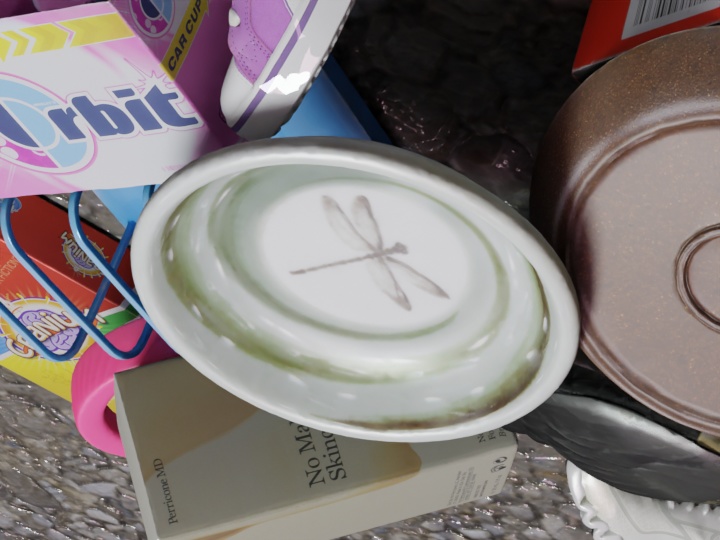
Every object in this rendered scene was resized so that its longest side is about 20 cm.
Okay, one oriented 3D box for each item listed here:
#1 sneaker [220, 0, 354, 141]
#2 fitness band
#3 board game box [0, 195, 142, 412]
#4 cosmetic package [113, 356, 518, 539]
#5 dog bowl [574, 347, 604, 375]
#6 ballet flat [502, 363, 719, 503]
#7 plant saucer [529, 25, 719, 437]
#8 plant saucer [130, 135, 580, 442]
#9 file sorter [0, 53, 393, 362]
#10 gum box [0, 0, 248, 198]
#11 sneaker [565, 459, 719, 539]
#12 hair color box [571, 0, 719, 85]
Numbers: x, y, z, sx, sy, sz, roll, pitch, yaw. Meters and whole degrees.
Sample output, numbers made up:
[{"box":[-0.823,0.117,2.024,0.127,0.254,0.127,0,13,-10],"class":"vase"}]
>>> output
[{"box":[-0.041,-0.156,0.713,0.114,0.073,0.201,23,115,-3],"class":"sneaker"},{"box":[-0.070,0.062,1.039,0.198,0.038,0.144,-11,153,-8],"class":"fitness band"},{"box":[-0.184,0.028,1.129,0.199,0.041,0.153,30,146,-16],"class":"board game box"},{"box":[-0.026,0.089,0.958,0.199,0.106,0.071,-15,154,-13],"class":"cosmetic package"},{"box":[0.150,0.038,0.892,0.199,0.059,0.200,33,166,9],"class":"dog bowl"},{"box":[0.107,0.062,0.880,0.199,0.057,0.067,21,139,29],"class":"ballet flat"},{"box":[0.160,-0.003,0.730,0.199,0.035,0.201,12,125,18],"class":"plant saucer"},{"box":[0.000,0.000,0.780,0.199,0.050,0.201,9,141,7],"class":"plant saucer"},{"box":[-0.097,-0.033,0.918,0.199,0.123,0.139,-5,141,32],"class":"file sorter"},{"box":[-0.150,-0.096,0.822,0.199,0.066,0.114,-3,142,32],"class":"gum box"},{"box":[0.203,0.150,1.085,0.081,0.075,0.200,-31,126,34],"class":"sneaker"},{"box":[0.192,-0.058,0.781,0.101,0.062,0.200,-15,134,42],"class":"hair color box"}]
